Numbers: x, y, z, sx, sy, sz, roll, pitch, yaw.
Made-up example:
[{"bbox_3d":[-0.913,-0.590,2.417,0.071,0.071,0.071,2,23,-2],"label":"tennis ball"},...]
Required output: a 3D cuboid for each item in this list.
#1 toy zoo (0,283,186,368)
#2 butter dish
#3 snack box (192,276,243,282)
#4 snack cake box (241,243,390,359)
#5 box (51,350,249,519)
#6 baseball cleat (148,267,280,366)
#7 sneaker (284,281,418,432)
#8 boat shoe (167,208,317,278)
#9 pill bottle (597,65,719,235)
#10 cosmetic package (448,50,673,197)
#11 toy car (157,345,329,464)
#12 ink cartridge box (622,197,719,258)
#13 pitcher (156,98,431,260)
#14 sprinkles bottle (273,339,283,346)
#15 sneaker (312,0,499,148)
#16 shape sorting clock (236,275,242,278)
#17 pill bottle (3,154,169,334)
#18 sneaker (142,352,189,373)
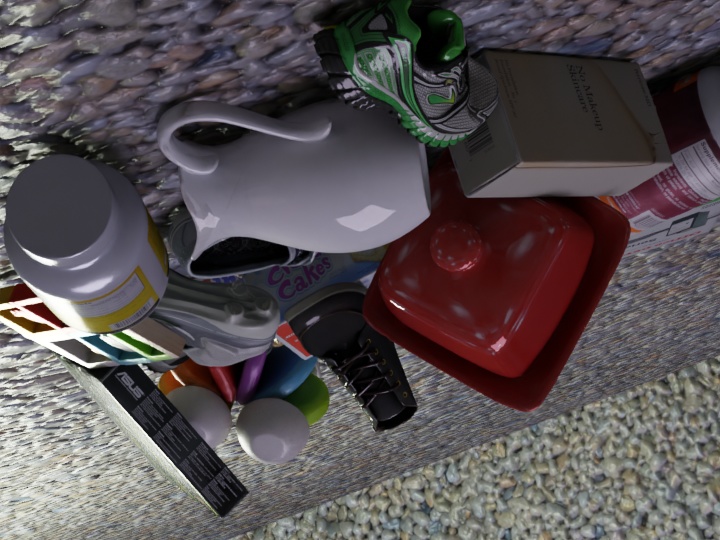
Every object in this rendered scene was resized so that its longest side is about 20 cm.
[{"bbox_3d":[-0.265,0.050,1.463,0.131,0.021,0.199,33,155,-31],"label":"toy zoo"},{"bbox_3d":[0.100,-0.010,1.367,0.201,0.199,0.148,-61,156,1],"label":"butter dish"},{"bbox_3d":[-0.141,0.025,1.695,0.199,0.024,0.072,-9,162,-28],"label":"snack box"},{"bbox_3d":[0.000,0.000,1.534,0.199,0.067,0.115,-29,158,7],"label":"snack cake box"},{"bbox_3d":[-0.220,0.153,1.635,0.048,0.200,0.193,-44,-158,-17],"label":"box"},{"bbox_3d":[-0.175,0.040,1.455,0.199,0.070,0.107,18,138,1],"label":"baseball cleat"},{"bbox_3d":[0.001,0.082,1.486,0.075,0.107,0.200,-31,157,12],"label":"sneaker"},{"bbox_3d":[-0.071,-0.030,1.432,0.199,0.072,0.070,-12,131,-13],"label":"boat shoe"},{"bbox_3d":[0.308,-0.120,1.478,0.199,0.115,0.114,-26,163,32],"label":"pill bottle"},{"bbox_3d":[0.163,-0.120,1.335,0.199,0.104,0.073,-5,161,-42],"label":"cosmetic package"},{"bbox_3d":[-0.131,0.114,1.803,0.198,0.175,0.151,9,122,3],"label":"toy car"},{"bbox_3d":[0.306,-0.082,1.675,0.145,0.085,0.200,-16,166,1],"label":"ink cartridge box"},{"bbox_3d":[-0.051,-0.083,1.241,0.198,0.122,0.172,-7,151,6],"label":"pitcher"},{"bbox_3d":[-0.013,0.020,1.688,0.199,0.069,0.068,-18,168,-24],"label":"sprinkles bottle"},{"bbox_3d":[0.054,-0.146,1.164,0.085,0.079,0.200,-25,163,27],"label":"sneaker"},{"bbox_3d":[-0.036,-0.034,1.563,0.199,0.039,0.200,-16,166,-4],"label":"shape sorting clock"},{"bbox_3d":[-0.218,-0.022,1.253,0.111,0.113,0.200,-16,165,-3],"label":"pill bottle"},{"bbox_3d":[-0.200,0.041,1.557,0.079,0.074,0.200,-27,154,4],"label":"sneaker"}]
